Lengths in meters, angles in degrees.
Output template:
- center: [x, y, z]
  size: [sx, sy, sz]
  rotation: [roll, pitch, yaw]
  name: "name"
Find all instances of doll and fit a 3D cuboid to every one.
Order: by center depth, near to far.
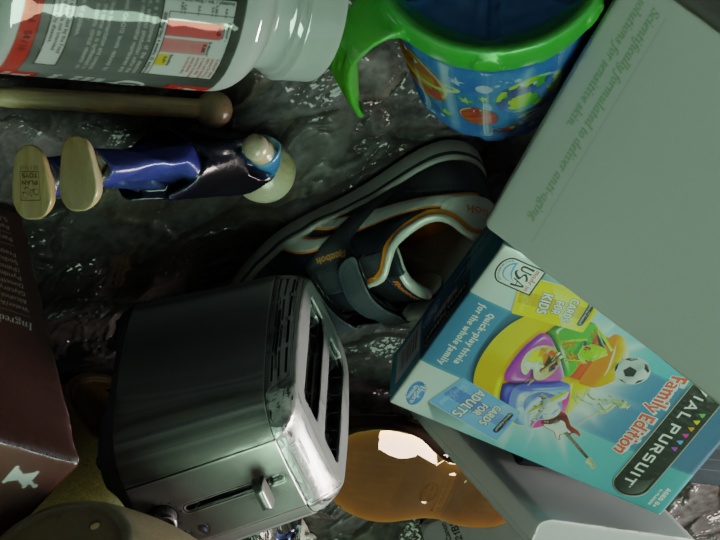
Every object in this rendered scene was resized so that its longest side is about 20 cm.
- center: [-0.113, -0.060, 1.629]
  size: [0.136, 0.049, 0.200]
  rotation: [-7, 179, 41]
  name: "doll"

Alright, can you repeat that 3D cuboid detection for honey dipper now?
- center: [-0.167, -0.099, 1.609]
  size: [0.199, 0.038, 0.038]
  rotation: [1, 138, -29]
  name: "honey dipper"

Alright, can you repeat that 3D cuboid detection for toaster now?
- center: [-0.081, 0.083, 1.710]
  size: [0.129, 0.200, 0.114]
  rotation: [-14, 125, 13]
  name: "toaster"

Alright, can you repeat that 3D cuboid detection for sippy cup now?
- center: [0.076, -0.146, 1.581]
  size: [0.177, 0.140, 0.130]
  rotation: [6, 153, 7]
  name: "sippy cup"

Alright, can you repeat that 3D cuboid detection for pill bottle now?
- center: [-0.114, -0.157, 1.491]
  size: [0.199, 0.116, 0.116]
  rotation: [4, 137, -25]
  name: "pill bottle"

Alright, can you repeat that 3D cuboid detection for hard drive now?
- center: [0.125, 0.135, 1.875]
  size: [0.131, 0.200, 0.027]
  rotation: [10, 111, -31]
  name: "hard drive"

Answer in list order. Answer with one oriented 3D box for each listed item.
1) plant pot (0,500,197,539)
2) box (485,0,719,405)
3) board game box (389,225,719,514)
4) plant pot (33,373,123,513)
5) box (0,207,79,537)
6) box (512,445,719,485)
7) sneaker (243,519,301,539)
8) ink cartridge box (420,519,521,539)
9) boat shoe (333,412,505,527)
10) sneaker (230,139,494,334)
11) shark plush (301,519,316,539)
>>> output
- center: [-0.152, 0.211, 1.578]
  size: [0.200, 0.201, 0.135]
  rotation: [-20, 124, 2]
  name: "plant pot"
- center: [0.221, -0.066, 1.594]
  size: [0.171, 0.200, 0.199]
  rotation: [-39, 163, -54]
  name: "box"
- center: [0.141, 0.057, 1.729]
  size: [0.199, 0.047, 0.151]
  rotation: [23, 129, -14]
  name: "board game box"
- center: [-0.198, 0.172, 1.827]
  size: [0.186, 0.187, 0.200]
  rotation: [16, 117, -36]
  name: "plant pot"
- center: [-0.290, 0.066, 1.621]
  size: [0.164, 0.200, 0.166]
  rotation: [19, 128, -37]
  name: "box"
- center: [0.213, 0.034, 1.850]
  size: [0.199, 0.124, 0.197]
  rotation: [8, 133, -29]
  name: "box"
- center: [-0.076, 0.136, 1.813]
  size: [0.078, 0.200, 0.076]
  rotation: [0, 107, -2]
  name: "sneaker"
- center: [0.118, 0.283, 2.090]
  size: [0.083, 0.145, 0.200]
  rotation: [-20, 142, 0]
  name: "ink cartridge box"
- center: [0.029, 0.135, 1.925]
  size: [0.200, 0.070, 0.071]
  rotation: [19, 106, -45]
  name: "boat shoe"
- center: [0.000, 0.000, 1.758]
  size: [0.200, 0.080, 0.078]
  rotation: [-35, 140, 22]
  name: "sneaker"
- center: [-0.084, 0.196, 1.971]
  size: [0.083, 0.091, 0.200]
  rotation: [-48, 160, 6]
  name: "shark plush"
